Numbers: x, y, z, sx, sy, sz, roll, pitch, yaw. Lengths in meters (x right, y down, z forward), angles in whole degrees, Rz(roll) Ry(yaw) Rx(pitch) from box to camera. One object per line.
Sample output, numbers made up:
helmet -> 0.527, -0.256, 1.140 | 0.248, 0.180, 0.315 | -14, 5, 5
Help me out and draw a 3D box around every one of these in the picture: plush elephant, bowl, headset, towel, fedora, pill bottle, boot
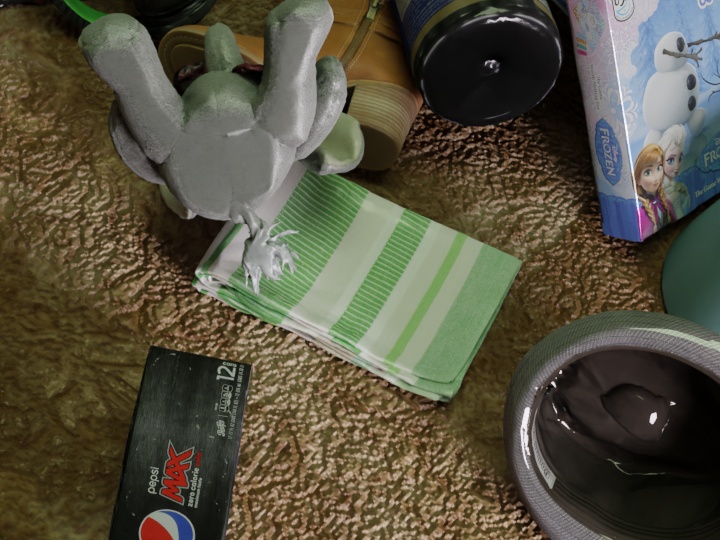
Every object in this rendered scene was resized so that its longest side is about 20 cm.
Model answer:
plush elephant -> -0.084, -0.102, 1.287 | 0.163, 0.202, 0.155 | -14, 19, 1
bowl -> 0.328, -0.002, 1.362 | 0.199, 0.105, 0.202 | 8, 50, -9
headset -> -0.138, -0.228, 1.402 | 0.198, 0.125, 0.094 | -4, 33, -6
towel -> 0.000, 0.000, 1.330 | 0.198, 0.023, 0.153 | 25, 49, 7
fedora -> 0.190, 0.106, 1.225 | 0.198, 0.178, 0.090 | 23, 19, 5
pill bottle -> 0.076, -0.213, 1.419 | 0.111, 0.112, 0.201 | -1, 46, -15
boot -> -0.044, -0.168, 1.418 | 0.198, 0.077, 0.156 | 17, 45, -4

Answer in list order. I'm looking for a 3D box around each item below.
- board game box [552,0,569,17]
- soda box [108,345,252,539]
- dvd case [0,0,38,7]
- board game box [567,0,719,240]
board game box -> 0.181, -0.247, 1.483 | 0.200, 0.043, 0.200 | 35, 29, -43
soda box -> -0.115, 0.146, 1.152 | 0.070, 0.064, 0.201 | 11, 49, -4
dvd case -> -0.187, -0.273, 1.428 | 0.198, 0.147, 0.022 | -9, 44, -20
board game box -> 0.244, -0.154, 1.406 | 0.199, 0.201, 0.043 | -30, 28, -33
